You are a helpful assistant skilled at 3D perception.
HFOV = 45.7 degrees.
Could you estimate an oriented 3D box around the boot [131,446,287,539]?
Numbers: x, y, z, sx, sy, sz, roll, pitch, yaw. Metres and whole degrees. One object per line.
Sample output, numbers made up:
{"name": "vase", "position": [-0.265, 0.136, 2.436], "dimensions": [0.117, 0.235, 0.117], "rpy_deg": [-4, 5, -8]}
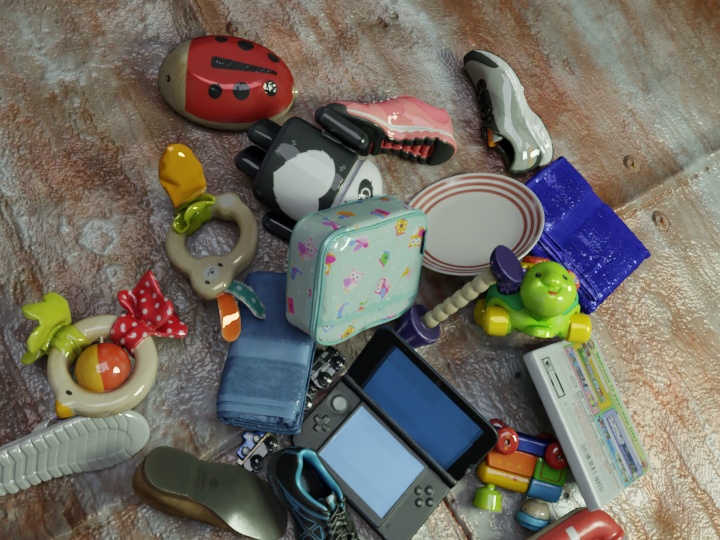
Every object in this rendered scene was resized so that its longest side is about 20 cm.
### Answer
{"name": "boot", "position": [-0.180, 0.275, 1.027], "dimensions": [0.198, 0.075, 0.075], "rpy_deg": [30, 45, -19]}

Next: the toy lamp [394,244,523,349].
{"name": "toy lamp", "position": [0.118, 0.041, 1.087], "dimensions": [0.058, 0.199, 0.059], "rpy_deg": [29, 40, -29]}

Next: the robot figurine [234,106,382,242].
{"name": "robot figurine", "position": [-0.066, -0.122, 1.128], "dimensions": [0.197, 0.151, 0.126], "rpy_deg": [30, 58, -2]}

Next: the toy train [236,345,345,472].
{"name": "toy train", "position": [-0.092, 0.174, 1.083], "dimensions": [0.046, 0.034, 0.201], "rpy_deg": [38, 70, 6]}

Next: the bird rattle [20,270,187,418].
{"name": "bird rattle", "position": [-0.304, 0.100, 1.028], "dimensions": [0.195, 0.113, 0.166], "rpy_deg": [-3, 57, -22]}

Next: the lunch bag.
{"name": "lunch bag", "position": [0.000, 0.000, 1.060], "dimensions": [0.198, 0.164, 0.076], "rpy_deg": [-17, 32, -42]}

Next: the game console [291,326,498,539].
{"name": "game console", "position": [0.037, 0.206, 1.048], "dimensions": [0.200, 0.119, 0.171], "rpy_deg": [42, 70, 9]}

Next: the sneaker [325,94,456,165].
{"name": "sneaker", "position": [0.041, -0.212, 1.217], "dimensions": [0.195, 0.074, 0.088], "rpy_deg": [12, 58, -11]}

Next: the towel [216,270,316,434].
{"name": "towel", "position": [-0.112, 0.101, 1.079], "dimensions": [0.109, 0.049, 0.204], "rpy_deg": [8, 63, 3]}

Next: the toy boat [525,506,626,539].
{"name": "toy boat", "position": [0.259, 0.386, 1.024], "dimensions": [0.197, 0.130, 0.133], "rpy_deg": [-27, 103, -17]}

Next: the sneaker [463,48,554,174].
{"name": "sneaker", "position": [0.203, -0.232, 1.244], "dimensions": [0.078, 0.074, 0.203], "rpy_deg": [-27, 80, -12]}

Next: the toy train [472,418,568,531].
{"name": "toy train", "position": [0.167, 0.252, 1.095], "dimensions": [0.195, 0.085, 0.118], "rpy_deg": [15, 88, -1]}

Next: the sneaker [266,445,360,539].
{"name": "sneaker", "position": [-0.043, 0.303, 1.020], "dimensions": [0.073, 0.082, 0.202], "rpy_deg": [-31, 87, -34]}

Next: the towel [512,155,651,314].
{"name": "towel", "position": [0.308, -0.055, 1.221], "dimensions": [0.147, 0.050, 0.201], "rpy_deg": [-40, 84, -18]}

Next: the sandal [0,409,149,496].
{"name": "sandal", "position": [-0.352, 0.202, 1.014], "dimensions": [0.198, 0.084, 0.050], "rpy_deg": [-13, 33, -22]}

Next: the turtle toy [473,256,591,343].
{"name": "turtle toy", "position": [0.227, 0.035, 1.104], "dimensions": [0.142, 0.200, 0.104], "rpy_deg": [5, 94, 0]}

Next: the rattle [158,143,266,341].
{"name": "rattle", "position": [-0.181, -0.036, 1.054], "dimensions": [0.127, 0.144, 0.203], "rpy_deg": [-2, 53, -16]}

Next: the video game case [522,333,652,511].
{"name": "video game case", "position": [0.297, 0.187, 1.109], "dimensions": [0.180, 0.022, 0.204], "rpy_deg": [-8, 72, -51]}

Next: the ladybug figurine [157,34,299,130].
{"name": "ladybug figurine", "position": [-0.180, -0.266, 1.178], "dimensions": [0.195, 0.072, 0.139], "rpy_deg": [3, 72, -10]}

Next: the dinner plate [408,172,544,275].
{"name": "dinner plate", "position": [0.151, -0.060, 1.164], "dimensions": [0.195, 0.025, 0.203], "rpy_deg": [-8, 43, 7]}
